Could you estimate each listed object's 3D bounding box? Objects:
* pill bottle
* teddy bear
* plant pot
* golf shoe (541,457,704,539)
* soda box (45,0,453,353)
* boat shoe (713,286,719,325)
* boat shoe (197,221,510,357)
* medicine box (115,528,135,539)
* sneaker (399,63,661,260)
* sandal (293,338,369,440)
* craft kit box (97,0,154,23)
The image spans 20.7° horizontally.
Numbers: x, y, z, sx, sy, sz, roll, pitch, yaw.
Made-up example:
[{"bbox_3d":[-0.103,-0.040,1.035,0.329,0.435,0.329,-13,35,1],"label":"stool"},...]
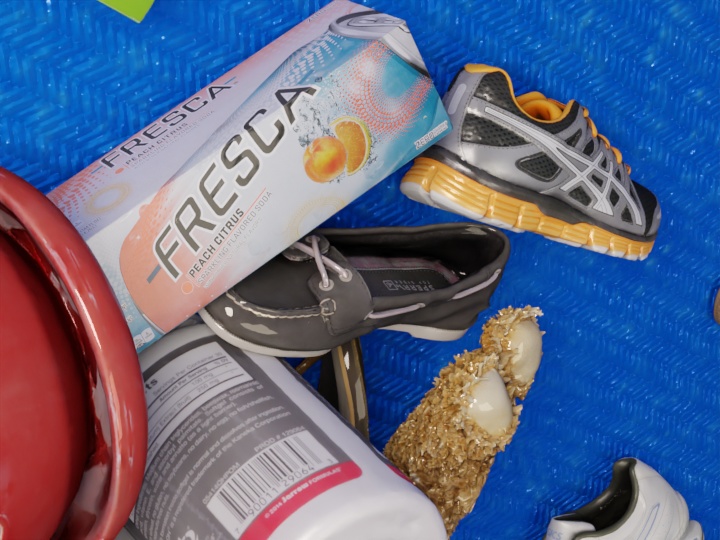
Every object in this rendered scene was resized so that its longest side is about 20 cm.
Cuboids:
[{"bbox_3d":[-0.059,0.094,0.918,0.111,0.200,0.111,-23,133,-27],"label":"pill bottle"},{"bbox_3d":[0.040,0.098,1.091,0.145,0.067,0.200,-61,178,-32],"label":"teddy bear"},{"bbox_3d":[-0.198,0.053,0.773,0.182,0.200,0.201,-23,134,-38],"label":"plant pot"},{"bbox_3d":[0.130,0.203,1.291,0.200,0.078,0.097,-44,123,-15],"label":"golf shoe"},{"bbox_3d":[-0.060,-0.043,0.906,0.200,0.068,0.064,-37,121,-15],"label":"soda box"},{"bbox_3d":[0.325,-0.001,1.294,0.200,0.065,0.071,-30,136,-21],"label":"boat shoe"},{"bbox_3d":[0.000,0.000,0.968,0.200,0.067,0.057,-1,134,-50],"label":"boat shoe"},{"bbox_3d":[-0.182,0.182,0.892,0.200,0.182,0.103,-3,123,-40],"label":"medicine box"},{"bbox_3d":[0.105,-0.055,1.052,0.200,0.078,0.077,12,94,-52],"label":"sneaker"},{"bbox_3d":[-0.030,0.094,1.058,0.054,0.082,0.200,2,128,-12],"label":"sandal"},{"bbox_3d":[-0.108,-0.220,0.755,0.200,0.049,0.198,25,105,-49],"label":"craft kit box"}]
